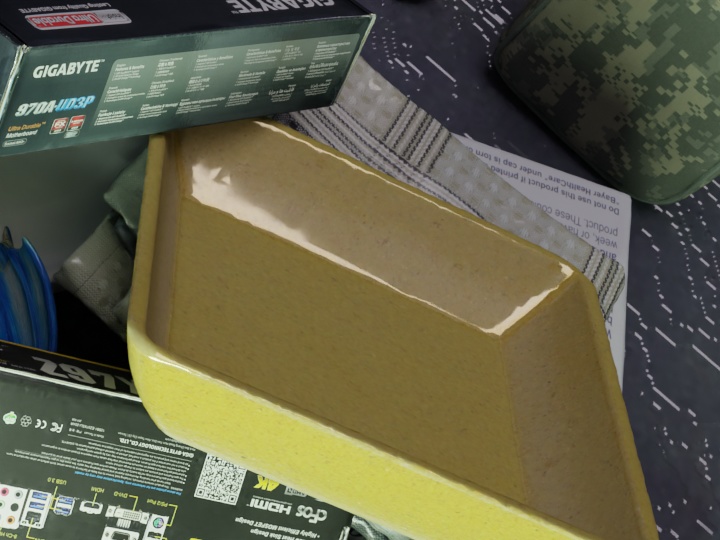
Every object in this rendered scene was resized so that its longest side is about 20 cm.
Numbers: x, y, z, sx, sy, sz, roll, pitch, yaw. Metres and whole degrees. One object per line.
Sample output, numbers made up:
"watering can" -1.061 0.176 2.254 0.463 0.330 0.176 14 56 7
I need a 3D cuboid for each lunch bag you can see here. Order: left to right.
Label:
"lunch bag" 0.191 -0.154 1.060 0.139 0.200 0.168 40 54 -4

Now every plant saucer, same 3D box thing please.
"plant saucer" 0.001 0.028 0.749 0.200 0.048 0.200 25 27 -16

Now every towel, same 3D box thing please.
"towel" 0.000 0.000 0.846 0.200 0.035 0.193 39 54 -2

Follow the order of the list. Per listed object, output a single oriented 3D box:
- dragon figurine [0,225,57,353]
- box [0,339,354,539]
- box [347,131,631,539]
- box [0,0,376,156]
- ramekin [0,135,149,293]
"dragon figurine" -0.148 0.014 0.769 0.099 0.059 0.200 -1 97 -19
"box" -0.111 0.112 0.726 0.200 0.049 0.160 15 98 -27
"box" 0.015 0.042 0.916 0.184 0.105 0.200 18 56 -16
"box" -0.115 -0.112 0.772 0.159 0.046 0.200 39 29 25
"ramekin" -0.177 -0.069 0.876 0.202 0.094 0.203 11 63 -23
